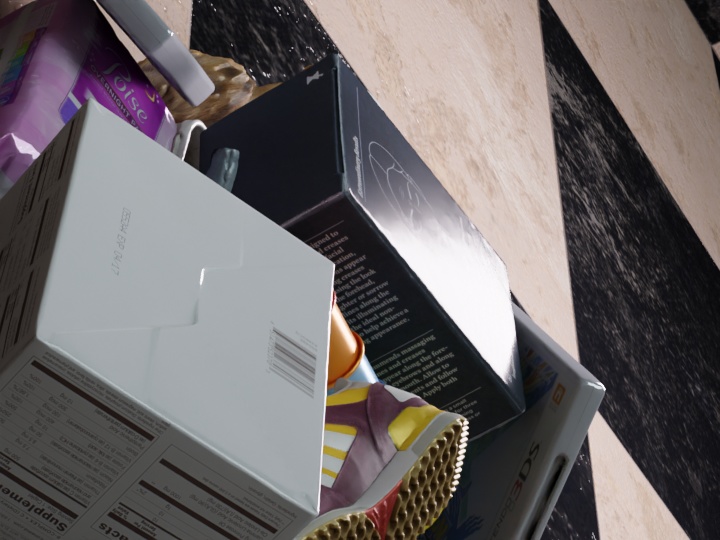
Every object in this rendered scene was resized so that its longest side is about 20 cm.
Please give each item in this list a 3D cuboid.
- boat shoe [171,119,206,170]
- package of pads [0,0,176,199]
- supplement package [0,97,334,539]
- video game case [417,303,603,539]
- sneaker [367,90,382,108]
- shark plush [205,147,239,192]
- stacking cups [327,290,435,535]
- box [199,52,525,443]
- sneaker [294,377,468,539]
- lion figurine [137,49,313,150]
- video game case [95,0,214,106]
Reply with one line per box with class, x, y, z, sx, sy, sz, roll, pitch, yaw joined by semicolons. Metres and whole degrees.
boat shoe;-0.105;-0.006;1.505;0.072;0.066;0.200;46;27;-46
package of pads;-0.168;-0.063;1.387;0.121;0.076;0.200;57;20;-24
supplement package;-0.107;0.046;1.163;0.156;0.111;0.200;35;29;-20
video game case;0.074;0.118;1.574;0.022;0.183;0.200;18;11;-22
sneaker;0.005;-0.044;1.825;0.200;0.080;0.147;44;24;-60
shark plush;-0.090;0.035;1.381;0.091;0.083;0.200;49;52;-53
stacking cups;-0.011;0.066;1.377;0.061;0.060;0.200;-91;161;-49
box;0.000;0.000;1.498;0.200;0.107;0.149;51;21;-31
sneaker;-0.030;0.118;1.234;0.200;0.090;0.075;-33;138;-50
lion figurine;-0.068;-0.059;1.601;0.122;0.072;0.200;-19;77;-32
video game case;-0.162;-0.181;1.459;0.182;0.022;0.200;49;0;6
